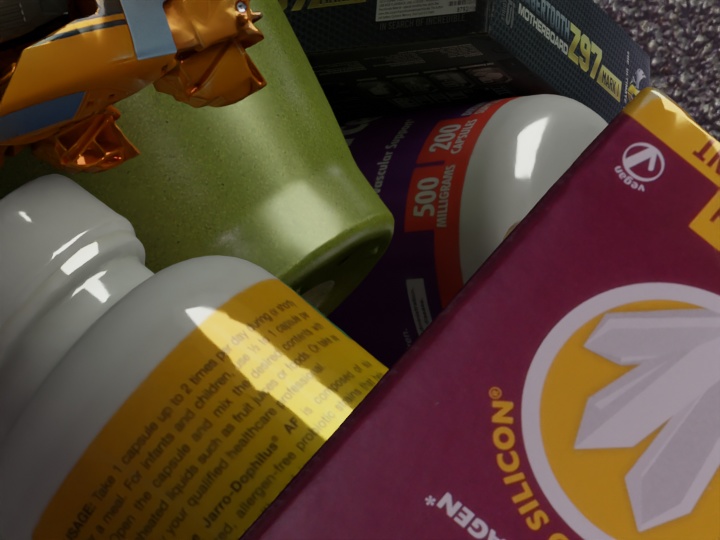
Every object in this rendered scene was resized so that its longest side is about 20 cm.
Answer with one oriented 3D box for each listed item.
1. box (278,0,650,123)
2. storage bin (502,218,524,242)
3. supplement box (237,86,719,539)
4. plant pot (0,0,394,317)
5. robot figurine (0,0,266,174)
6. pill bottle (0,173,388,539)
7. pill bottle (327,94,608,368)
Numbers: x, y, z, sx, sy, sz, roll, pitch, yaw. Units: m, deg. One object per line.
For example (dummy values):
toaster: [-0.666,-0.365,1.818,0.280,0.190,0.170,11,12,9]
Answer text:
box: [-0.008,-0.077,1.013,0.199,0.051,0.158,-3,-17,27]
storage bin: [0.164,0.022,0.752,0.198,0.094,0.200,0,5,31]
supplement box: [0.038,0.073,0.584,0.110,0.200,0.086,39,-23,8]
plant pot: [-0.096,-0.044,0.873,0.193,0.200,0.200,51,9,8]
robot figurine: [-0.129,-0.038,0.692,0.200,0.145,0.058,-21,89,-37]
pill bottle: [-0.029,0.068,0.689,0.200,0.113,0.113,38,7,11]
pill bottle: [0.000,0.000,0.978,0.199,0.113,0.112,-5,-20,33]
